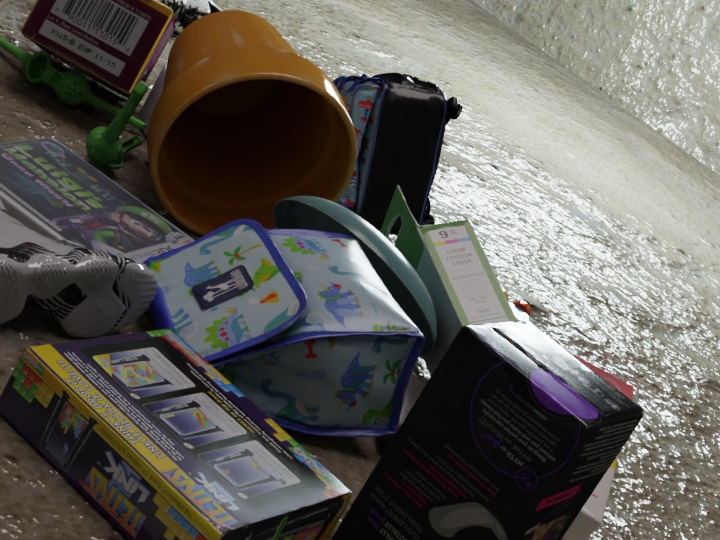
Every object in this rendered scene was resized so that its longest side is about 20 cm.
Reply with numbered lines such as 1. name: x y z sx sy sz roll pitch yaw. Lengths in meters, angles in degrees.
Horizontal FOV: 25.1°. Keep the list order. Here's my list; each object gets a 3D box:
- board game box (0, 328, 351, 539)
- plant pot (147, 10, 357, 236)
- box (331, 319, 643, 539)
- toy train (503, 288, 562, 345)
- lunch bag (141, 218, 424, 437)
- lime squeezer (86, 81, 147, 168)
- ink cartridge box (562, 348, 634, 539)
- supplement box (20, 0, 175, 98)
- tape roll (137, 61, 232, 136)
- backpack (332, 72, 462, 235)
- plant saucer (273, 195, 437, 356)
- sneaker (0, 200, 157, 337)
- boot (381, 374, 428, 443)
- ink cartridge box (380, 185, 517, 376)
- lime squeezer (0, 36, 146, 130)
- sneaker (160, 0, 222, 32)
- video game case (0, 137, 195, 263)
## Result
1. board game box: -0.127 0.126 1.127 0.200 0.057 0.165 40 22 24
2. plant pot: -0.119 -0.161 1.608 0.200 0.200 0.183 20 32 -29
3. box: 0.092 0.150 1.172 0.122 0.200 0.106 40 20 25
4. toy train: 0.106 0.056 1.686 0.200 0.056 0.150 17 25 -30
5. lunch bag: -0.073 0.045 1.335 0.200 0.128 0.170 2 29 -24
6. lime squeezer: -0.242 -0.132 1.584 0.038 0.071 0.200 26 -13 -3
7. ink cartridge box: 0.148 0.156 1.341 0.116 0.068 0.200 28 45 -5
8. supplement box: -0.279 -0.260 1.740 0.131 0.103 0.200 29 1 -6
9. tape roll: -0.145 -0.156 1.812 0.202 0.071 0.202 27 18 -10
10. backpack: 0.015 -0.142 1.870 0.134 0.183 0.200 10 8 -17
11. plant saucer: 0.000 0.000 1.510 0.200 0.027 0.200 38 -20 16
12. sneaker: -0.255 -0.012 1.253 0.200 0.075 0.115 5 34 -47
13. boot: 0.099 0.133 1.441 0.174 0.069 0.200 30 20 -4
14. ink cartridge box: 0.083 0.022 1.545 0.059 0.104 0.200 -10 55 -22
15. lime squeezer: -0.321 -0.209 1.727 0.200 0.038 0.071 30 21 5
16. sneaker: -0.246 -0.356 2.170 0.088 0.076 0.200 35 19 14
17. video game case: -0.254 -0.053 1.450 0.200 0.023 0.182 35 18 13
